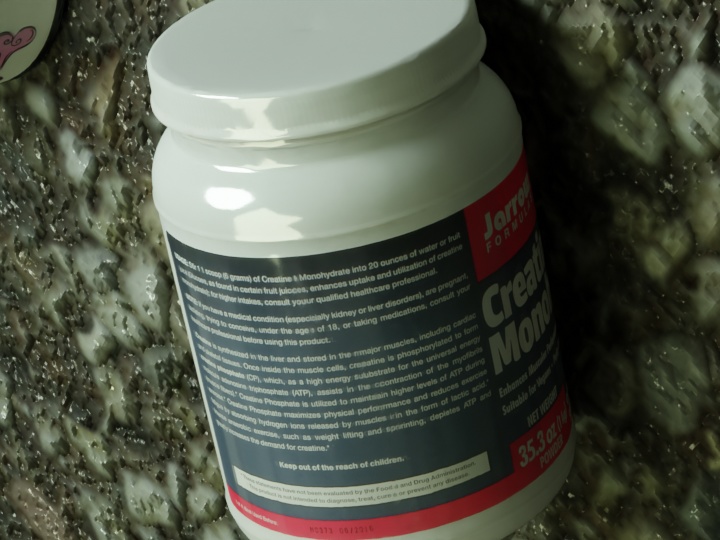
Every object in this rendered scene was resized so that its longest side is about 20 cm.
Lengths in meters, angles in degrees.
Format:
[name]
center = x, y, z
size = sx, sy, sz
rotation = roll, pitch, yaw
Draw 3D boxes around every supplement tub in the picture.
[supplement tub]
center = 0.000, 0.000, 1.106
size = 0.140, 0.140, 0.200
rotation = 14, 125, 43

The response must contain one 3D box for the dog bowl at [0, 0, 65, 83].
[dog bowl]
center = -0.223, -0.163, 1.303
size = 0.200, 0.074, 0.201
rotation = 29, 135, 34
